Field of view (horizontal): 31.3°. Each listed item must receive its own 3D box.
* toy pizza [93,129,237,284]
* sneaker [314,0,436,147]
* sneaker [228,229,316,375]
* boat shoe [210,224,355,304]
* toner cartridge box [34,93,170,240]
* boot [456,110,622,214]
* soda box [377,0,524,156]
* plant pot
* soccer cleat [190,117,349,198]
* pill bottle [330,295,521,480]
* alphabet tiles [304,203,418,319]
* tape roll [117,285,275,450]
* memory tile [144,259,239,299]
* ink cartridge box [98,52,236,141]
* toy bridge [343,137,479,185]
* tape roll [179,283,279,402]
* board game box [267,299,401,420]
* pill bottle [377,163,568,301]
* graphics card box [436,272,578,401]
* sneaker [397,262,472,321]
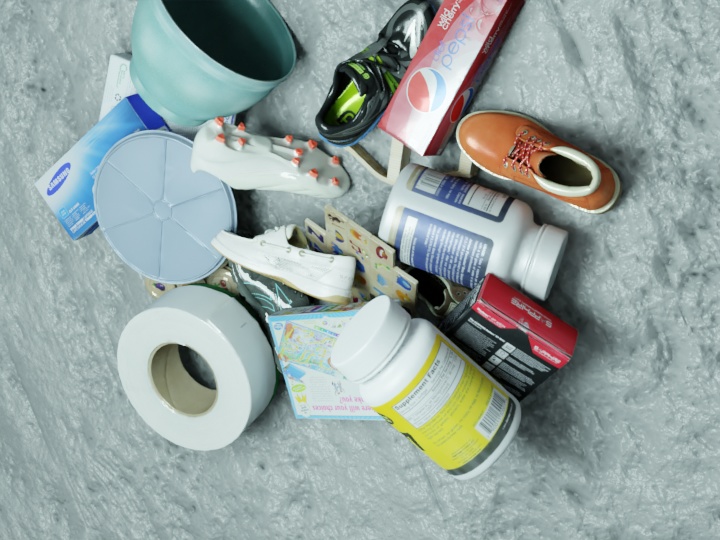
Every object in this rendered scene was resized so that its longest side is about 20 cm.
[{"bbox_3d":[-0.243,-0.080,1.614,0.197,0.032,0.203,7,113,16],"label":"toy pizza"},{"bbox_3d":[0.020,-0.225,1.471,0.071,0.083,0.200,43,101,15],"label":"sneaker"},{"bbox_3d":[-0.101,0.034,1.633,0.078,0.075,0.202,-26,95,17],"label":"sneaker"},{"bbox_3d":[-0.088,-0.022,1.533,0.198,0.071,0.070,21,95,25],"label":"boat shoe"},{"bbox_3d":[-0.329,-0.134,1.669,0.199,0.043,0.096,-37,88,29],"label":"toner cartridge box"},{"bbox_3d":[0.185,-0.127,1.395,0.198,0.107,0.076,25,97,21],"label":"boot"},{"bbox_3d":[0.101,-0.230,1.431,0.070,0.063,0.202,34,108,18],"label":"soda box"},{"bbox_3d":[-0.194,-0.258,1.528,0.201,0.200,0.134,52,123,8],"label":"plant pot"},{"bbox_3d":[-0.109,-0.125,1.551,0.197,0.070,0.078,17,136,-20],"label":"soccer cleat"},{"bbox_3d":[0.070,0.126,1.396,0.200,0.115,0.114,41,122,-16],"label":"pill bottle"},{"bbox_3d":[0.000,0.000,1.520,0.166,0.008,0.201,35,157,18],"label":"alphabet tiles"},{"bbox_3d":[-0.208,0.123,1.628,0.200,0.071,0.205,12,118,23],"label":"tape roll"},{"bbox_3d":[-0.227,-0.003,1.686,0.151,0.017,0.203,1,117,28],"label":"memory tile"},{"bbox_3d":[-0.254,-0.158,1.675,0.198,0.041,0.202,24,114,17],"label":"ink cartridge box"},{"bbox_3d":[0.046,-0.136,1.522,0.197,0.027,0.068,16,110,24],"label":"toy bridge"},{"bbox_3d":[-0.202,0.119,1.694,0.198,0.048,0.203,11,118,22],"label":"tape roll"},{"bbox_3d":[-0.018,0.109,1.526,0.198,0.034,0.137,-5,104,45],"label":"board game box"},{"bbox_3d":[0.128,-0.038,1.446,0.197,0.111,0.113,21,112,13],"label":"pill bottle"},{"bbox_3d":[0.142,0.098,1.456,0.124,0.051,0.200,31,139,-6],"label":"graphics card box"},{"bbox_3d":[0.123,0.052,1.499,0.199,0.075,0.071,35,116,18],"label":"sneaker"}]
